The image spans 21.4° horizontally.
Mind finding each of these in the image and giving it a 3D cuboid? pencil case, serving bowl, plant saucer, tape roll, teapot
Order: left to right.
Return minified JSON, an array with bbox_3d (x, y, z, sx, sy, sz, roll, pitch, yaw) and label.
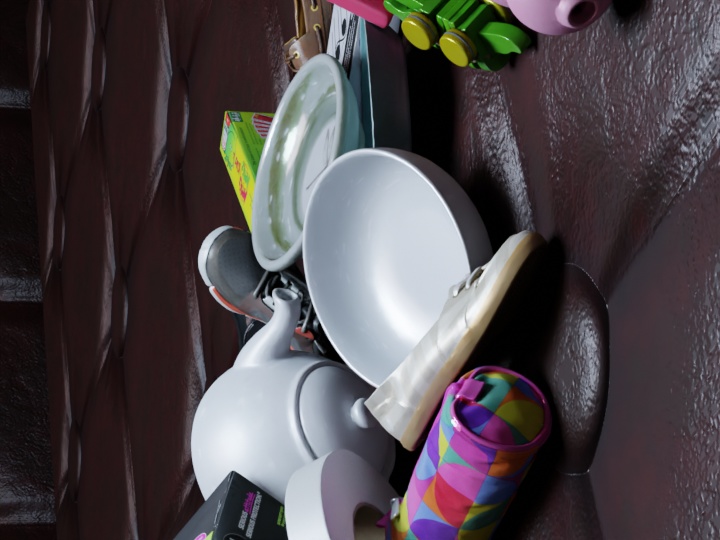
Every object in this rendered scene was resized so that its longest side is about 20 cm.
[{"bbox_3d":[-0.040,-0.092,1.720,0.200,0.050,0.201,-49,33,48],"label":"plant saucer"},{"bbox_3d":[-0.038,0.152,1.651,0.146,0.199,0.199,-28,44,38],"label":"teapot"},{"bbox_3d":[0.010,0.239,1.502,0.037,0.203,0.204,-28,49,18],"label":"tape roll"},{"bbox_3d":[0.023,-0.127,1.653,0.200,0.036,0.202,177,90,-88],"label":"plant saucer"},{"bbox_3d":[0.041,-0.005,1.531,0.199,0.066,0.202,21,119,44],"label":"serving bowl"},{"bbox_3d":[0.075,0.158,1.430,0.201,0.088,0.089,114,152,-45],"label":"pencil case"}]

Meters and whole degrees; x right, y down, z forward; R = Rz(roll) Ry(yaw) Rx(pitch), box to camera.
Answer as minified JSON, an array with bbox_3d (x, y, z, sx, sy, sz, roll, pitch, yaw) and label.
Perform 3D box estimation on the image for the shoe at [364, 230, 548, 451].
[{"bbox_3d":[0.069,0.046,1.413,0.201,0.053,0.070,-57,-15,24],"label":"shoe"}]

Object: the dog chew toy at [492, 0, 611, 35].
[{"bbox_3d":[0.113,-0.238,1.309,0.125,0.124,0.201,108,148,-42],"label":"dog chew toy"}]

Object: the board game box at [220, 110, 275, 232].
[{"bbox_3d":[-0.071,-0.090,1.901,0.200,0.101,0.048,-114,30,-55],"label":"board game box"}]

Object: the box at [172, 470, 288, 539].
[{"bbox_3d":[-0.076,0.296,1.567,0.149,0.199,0.125,-49,11,23],"label":"box"}]

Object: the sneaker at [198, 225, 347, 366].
[{"bbox_3d":[-0.063,0.028,1.786,0.077,0.200,0.082,-57,26,-16],"label":"sneaker"}]

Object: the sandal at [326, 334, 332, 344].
[{"bbox_3d":[-0.001,-0.001,1.710,0.048,0.075,0.202,109,157,-51],"label":"sandal"}]

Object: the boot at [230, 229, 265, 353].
[{"bbox_3d":[-0.091,0.051,2.002,0.162,0.073,0.200,167,97,-74],"label":"boot"}]

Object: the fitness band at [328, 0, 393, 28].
[{"bbox_3d":[0.002,-0.270,1.542,0.038,0.199,0.144,-67,6,-34],"label":"fitness band"}]

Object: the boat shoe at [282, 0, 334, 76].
[{"bbox_3d":[-0.045,-0.211,1.886,0.072,0.067,0.202,180,91,-73],"label":"boat shoe"}]

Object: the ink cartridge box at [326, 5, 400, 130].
[{"bbox_3d":[-0.006,-0.168,1.795,0.094,0.044,0.202,-120,36,-62],"label":"ink cartridge box"}]

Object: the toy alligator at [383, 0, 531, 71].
[{"bbox_3d":[0.058,-0.197,1.497,0.199,0.059,0.054,29,156,35],"label":"toy alligator"}]
